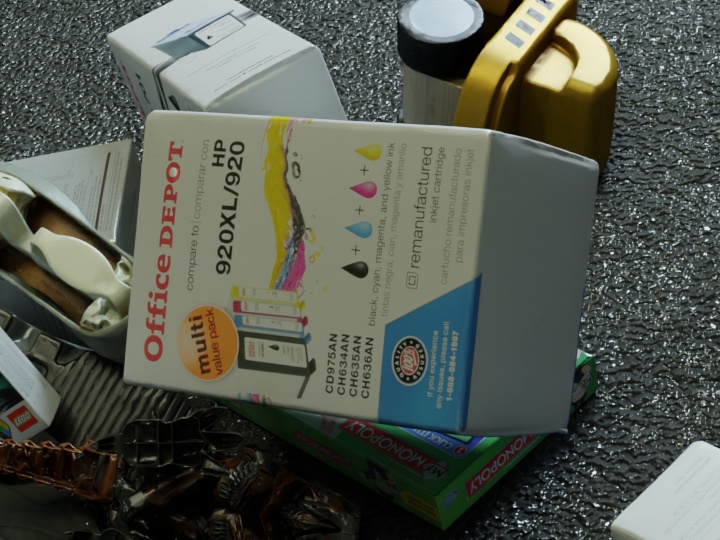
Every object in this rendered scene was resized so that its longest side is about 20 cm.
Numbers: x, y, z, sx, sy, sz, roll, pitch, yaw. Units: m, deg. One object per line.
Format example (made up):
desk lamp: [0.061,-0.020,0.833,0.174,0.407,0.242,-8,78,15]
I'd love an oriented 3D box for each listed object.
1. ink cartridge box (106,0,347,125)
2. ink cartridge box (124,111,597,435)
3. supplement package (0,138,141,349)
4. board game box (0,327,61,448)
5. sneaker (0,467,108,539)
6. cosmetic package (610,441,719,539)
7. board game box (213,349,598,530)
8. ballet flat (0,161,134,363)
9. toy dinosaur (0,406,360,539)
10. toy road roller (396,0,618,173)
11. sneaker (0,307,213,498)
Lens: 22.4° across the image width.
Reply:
ink cartridge box: [-0.073,-0.085,1.167,0.086,0.147,0.200,-30,28,-14]
ink cartridge box: [0.000,0.000,0.953,0.199,0.148,0.144,6,0,29]
supplement package: [-0.230,0.007,1.160,0.199,0.110,0.114,-10,38,8]
board game box: [-0.283,0.080,1.014,0.199,0.126,0.035,-32,21,18]
sneaker: [-0.163,0.154,0.979,0.199,0.076,0.091,22,46,38]
cosmetic package: [0.213,0.165,0.802,0.071,0.102,0.199,-38,43,-28]
board game box: [0.020,0.062,1.066,0.134,0.029,0.199,-39,43,-27]
ballet flat: [-0.185,-0.019,1.046,0.200,0.064,0.068,33,78,23]
toy dinosaur: [-0.100,0.122,0.950,0.199,0.103,0.136,-8,-1,-2]
toy road roller: [0.118,-0.139,1.223,0.145,0.123,0.200,23,50,21]
sneaker: [-0.160,0.084,1.072,0.199,0.089,0.074,30,78,16]
